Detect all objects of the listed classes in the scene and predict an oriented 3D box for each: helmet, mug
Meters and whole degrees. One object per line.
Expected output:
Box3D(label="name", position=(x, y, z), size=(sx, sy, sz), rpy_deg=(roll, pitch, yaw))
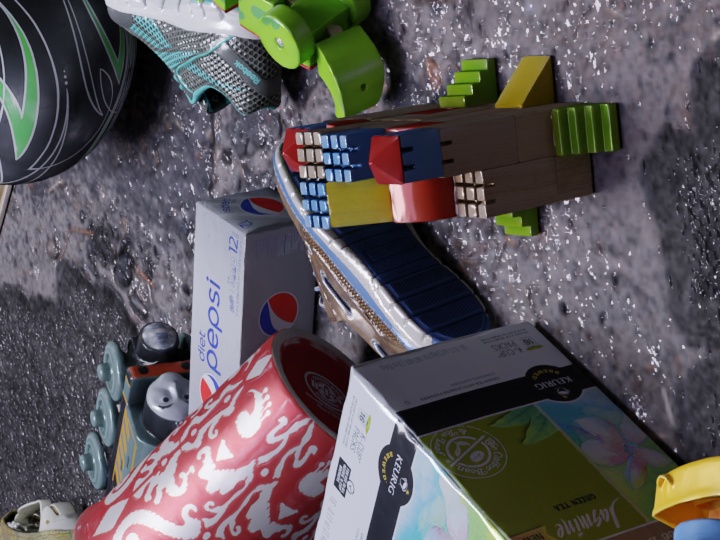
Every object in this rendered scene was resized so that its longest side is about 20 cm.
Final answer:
Box3D(label="helmet", position=(-0.262, -0.168, 1.361), size=(0.190, 0.200, 0.200), rpy_deg=(42, 145, -7))
Box3D(label="mug", position=(-0.066, 0.146, 1.201), size=(0.200, 0.177, 0.134), rpy_deg=(-47, 58, 22))

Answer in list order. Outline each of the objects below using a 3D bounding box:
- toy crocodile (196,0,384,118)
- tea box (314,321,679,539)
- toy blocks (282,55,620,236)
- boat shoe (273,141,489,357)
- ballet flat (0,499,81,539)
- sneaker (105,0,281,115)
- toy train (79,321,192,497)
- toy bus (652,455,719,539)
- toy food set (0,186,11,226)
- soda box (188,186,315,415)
Box3D(label="toy crocodile", position=(-0.059, -0.173, 1.132), size=(0.200, 0.067, 0.062), rpy_deg=(40, 150, 21))
Box3D(label="tea box", position=(0.079, 0.174, 0.996), size=(0.197, 0.133, 0.202), rpy_deg=(44, 134, 41))
Box3D(label="toy blocks", position=(0.027, -0.059, 0.997), size=(0.199, 0.136, 0.101), rpy_deg=(7, 107, 56))
Box3D(label="boat shoe", position=(0.000, 0.000, 1.119), size=(0.201, 0.072, 0.073), rpy_deg=(54, 142, 32))
Box3D(label="ballet flat", position=(-0.282, 0.242, 1.647), size=(0.199, 0.070, 0.072), rpy_deg=(-11, 91, 58))
Box3D(label="sneaker", position=(-0.116, -0.155, 1.250), size=(0.199, 0.077, 0.092), rpy_deg=(23, 123, 54))
Box3D(label="toy train", position=(-0.160, 0.135, 1.386), size=(0.201, 0.084, 0.115), rpy_deg=(108, 148, -42))
Box3D(label="toy bus", position=(0.187, 0.127, 0.766), size=(0.135, 0.198, 0.194), rpy_deg=(-21, 75, 56))
Box3D(label="toy food set", position=(-0.376, -0.126, 1.668), size=(0.144, 0.060, 0.201), rpy_deg=(59, 143, 27))
Box3D(label="soda box", position=(-0.076, 0.049, 1.260), size=(0.068, 0.063, 0.202), rpy_deg=(32, 126, 47))
